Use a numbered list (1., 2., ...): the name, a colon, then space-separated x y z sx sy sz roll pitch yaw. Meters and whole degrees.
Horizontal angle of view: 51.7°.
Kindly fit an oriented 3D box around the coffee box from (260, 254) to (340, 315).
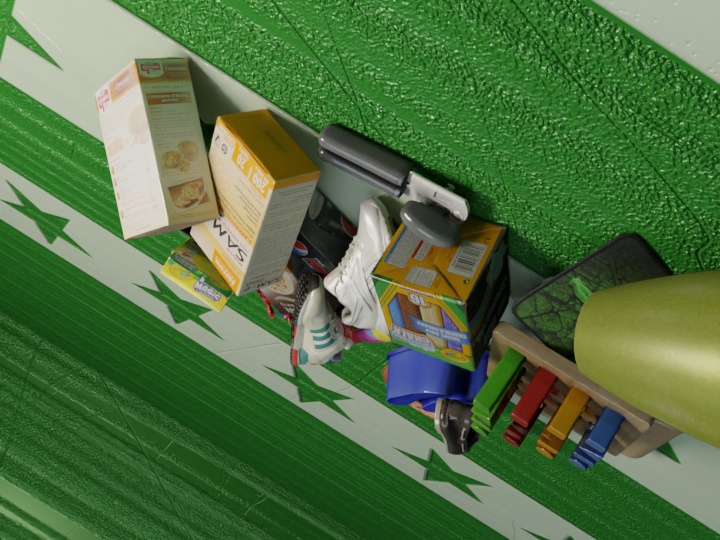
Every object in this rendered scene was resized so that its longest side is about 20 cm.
1. coffee box: -0.115 -0.017 1.129 0.114 0.080 0.200 5 143 40

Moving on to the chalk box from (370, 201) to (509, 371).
1. chalk box: 0.108 0.034 0.935 0.124 0.125 0.200 19 149 24

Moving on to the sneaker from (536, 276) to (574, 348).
1. sneaker: 0.261 0.083 0.915 0.080 0.071 0.200 -11 132 49

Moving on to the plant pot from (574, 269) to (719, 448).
1. plant pot: 0.321 0.077 0.722 0.200 0.187 0.187 9 145 43

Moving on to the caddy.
1. caddy: 0.122 0.157 1.157 0.141 0.105 0.200 15 160 -22

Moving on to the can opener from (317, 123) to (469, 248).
1. can opener: 0.035 -0.101 0.855 0.200 0.066 0.053 33 154 10

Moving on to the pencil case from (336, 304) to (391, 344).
1. pencil case: 0.016 0.074 1.146 0.088 0.088 0.200 42 151 -21

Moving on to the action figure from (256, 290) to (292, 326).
1. action figure: -0.138 0.066 1.327 0.065 0.052 0.200 9 147 47

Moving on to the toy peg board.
1. toy peg board: 0.228 0.182 0.915 0.199 0.098 0.200 32 165 19

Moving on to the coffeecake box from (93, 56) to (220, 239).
1. coffeecake box: -0.263 -0.150 0.948 0.153 0.073 0.200 -7 95 53

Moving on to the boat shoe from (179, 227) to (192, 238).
1. boat shoe: -0.227 -0.043 1.229 0.200 0.057 0.069 39 153 -15

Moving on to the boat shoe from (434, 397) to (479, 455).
1. boat shoe: 0.156 0.240 1.116 0.057 0.067 0.200 6 158 20

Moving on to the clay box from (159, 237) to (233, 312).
1. clay box: -0.255 0.002 1.228 0.115 0.048 0.200 35 -168 -7

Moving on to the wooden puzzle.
1. wooden puzzle: 0.337 0.195 1.050 0.200 0.046 0.185 21 157 10

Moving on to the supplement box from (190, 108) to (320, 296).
1. supplement box: -0.138 -0.082 0.933 0.126 0.074 0.200 49 137 24

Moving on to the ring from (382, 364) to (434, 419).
1. ring: 0.132 0.223 1.350 0.200 0.019 0.200 26 153 14

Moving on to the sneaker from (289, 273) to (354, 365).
1. sneaker: -0.052 0.074 1.092 0.093 0.070 0.200 5 139 -8

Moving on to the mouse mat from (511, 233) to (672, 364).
1. mouse mat: 0.289 0.062 0.831 0.161 0.008 0.200 -37 114 27

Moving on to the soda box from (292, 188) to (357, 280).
1. soda box: -0.046 -0.035 1.036 0.200 0.071 0.063 46 151 -25

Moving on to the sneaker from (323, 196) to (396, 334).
1. sneaker: 0.000 0.000 0.967 0.099 0.078 0.200 -2 118 3
